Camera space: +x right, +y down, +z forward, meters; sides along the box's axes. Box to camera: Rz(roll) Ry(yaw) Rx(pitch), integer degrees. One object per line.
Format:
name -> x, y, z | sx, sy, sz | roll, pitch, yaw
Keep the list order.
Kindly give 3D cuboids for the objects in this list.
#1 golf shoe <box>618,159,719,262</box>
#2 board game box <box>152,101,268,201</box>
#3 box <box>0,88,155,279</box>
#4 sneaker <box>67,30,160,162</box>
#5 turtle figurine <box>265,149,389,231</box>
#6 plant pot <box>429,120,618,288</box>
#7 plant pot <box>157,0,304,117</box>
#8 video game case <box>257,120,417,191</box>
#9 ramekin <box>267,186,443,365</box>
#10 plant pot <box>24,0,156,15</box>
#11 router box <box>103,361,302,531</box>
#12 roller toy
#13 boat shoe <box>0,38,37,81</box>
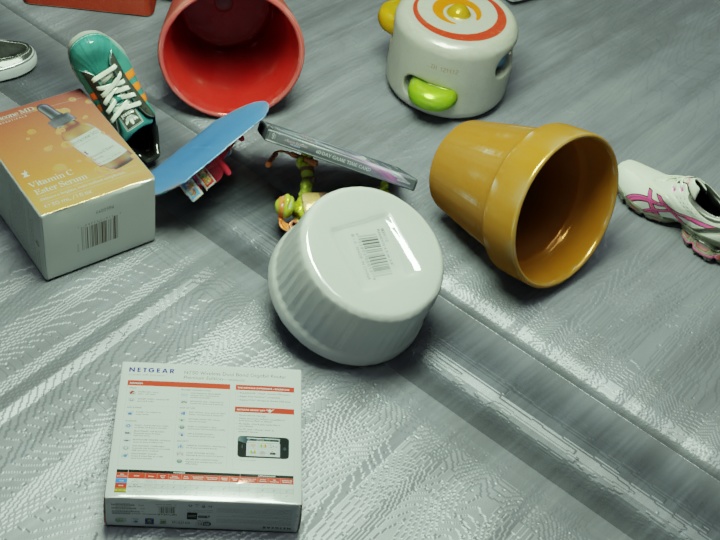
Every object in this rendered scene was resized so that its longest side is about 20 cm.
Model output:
golf shoe -> 0.429, -0.101, 1.639 | 0.072, 0.092, 0.200 | -33, 57, -33
board game box -> -0.192, -0.141, 1.563 | 0.200, 0.039, 0.158 | -42, 22, -18
box -> -0.366, -0.111, 1.507 | 0.152, 0.107, 0.200 | -24, 54, -29
sneaker -> -0.305, -0.219, 1.564 | 0.071, 0.200, 0.080 | -33, 51, -5
turtle figurine -> -0.041, -0.070, 1.550 | 0.160, 0.065, 0.201 | 3, 46, -15
plant pot -> 0.193, -0.104, 1.549 | 0.200, 0.201, 0.183 | -29, 39, -32
plant pot -> -0.187, -0.344, 1.723 | 0.199, 0.201, 0.178 | -1, 37, -10
video game case -> -0.033, -0.150, 1.577 | 0.199, 0.019, 0.143 | 19, 8, -12
ramekin -> 0.000, 0.000, 1.420 | 0.199, 0.098, 0.201 | 11, 57, -17
plant pot -> -0.403, -0.528, 1.869 | 0.199, 0.177, 0.201 | 6, 45, -4
router box -> -0.160, 0.183, 1.288 | 0.199, 0.049, 0.180 | 4, 45, -6
roller toy -> 0.133, -0.328, 1.781 | 0.181, 0.140, 0.200 | -12, 48, -21
boat shoe -> -0.554, -0.307, 1.700 | 0.199, 0.066, 0.070 | -4, 46, -13
